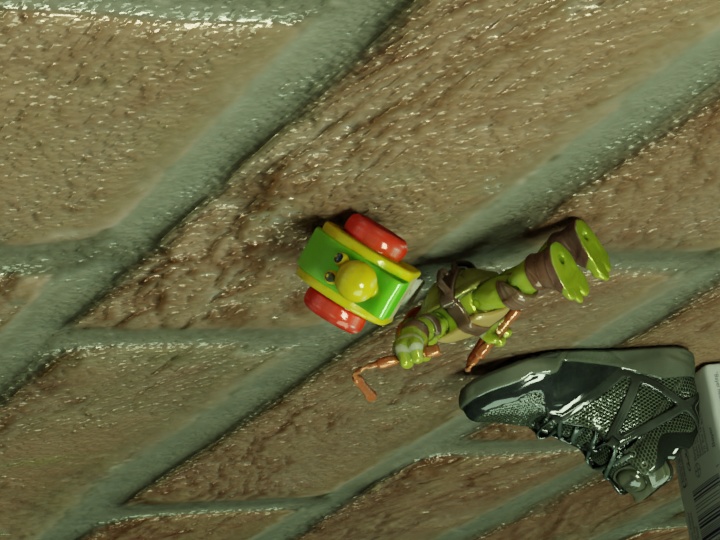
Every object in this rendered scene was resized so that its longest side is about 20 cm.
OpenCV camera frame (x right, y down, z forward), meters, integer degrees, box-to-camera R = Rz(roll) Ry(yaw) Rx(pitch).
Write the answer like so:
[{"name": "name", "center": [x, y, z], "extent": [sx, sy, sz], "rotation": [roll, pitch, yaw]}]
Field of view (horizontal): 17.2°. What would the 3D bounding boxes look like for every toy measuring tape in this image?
[{"name": "toy measuring tape", "center": [0.000, 0.000, 1.504], "extent": [0.073, 0.074, 0.200], "rotation": [-11, 180, 7]}]

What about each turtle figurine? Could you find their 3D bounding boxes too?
[{"name": "turtle figurine", "center": [0.083, 0.020, 1.571], "extent": [0.161, 0.065, 0.200], "rotation": [-28, 170, 28]}]

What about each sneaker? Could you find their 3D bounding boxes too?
[{"name": "sneaker", "center": [0.178, 0.123, 1.872], "extent": [0.199, 0.115, 0.076], "rotation": [-1, 159, -20]}]

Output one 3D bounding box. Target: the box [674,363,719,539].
[{"name": "box", "center": [0.376, 0.172, 2.005], "extent": [0.199, 0.185, 0.105], "rotation": [-3, 160, -17]}]
